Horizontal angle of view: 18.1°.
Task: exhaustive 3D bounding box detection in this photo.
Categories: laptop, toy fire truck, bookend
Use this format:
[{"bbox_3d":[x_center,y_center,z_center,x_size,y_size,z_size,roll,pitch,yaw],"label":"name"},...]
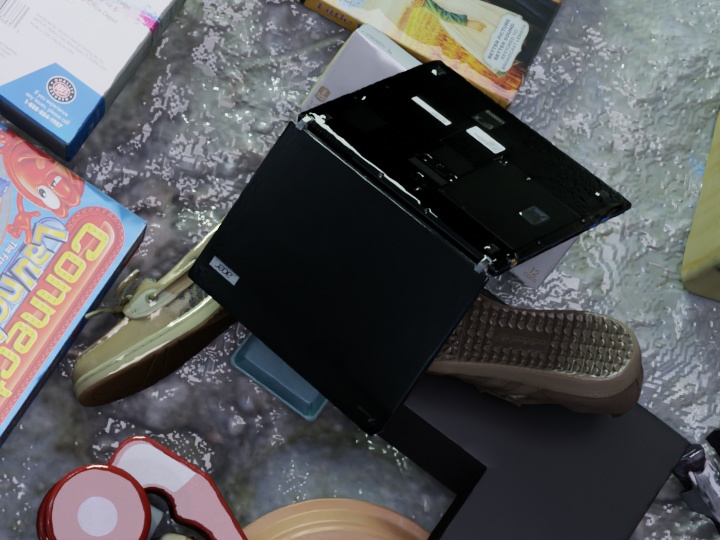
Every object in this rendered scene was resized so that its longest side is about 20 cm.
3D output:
[{"bbox_3d":[0.030,-0.020,1.391,0.200,0.104,0.177,-25,53,-38],"label":"laptop"},{"bbox_3d":[-0.143,0.215,1.399,0.168,0.112,0.200,33,76,-5],"label":"toy fire truck"},{"bbox_3d":[0.069,0.137,1.439,0.198,0.092,0.200,36,67,1],"label":"bookend"}]

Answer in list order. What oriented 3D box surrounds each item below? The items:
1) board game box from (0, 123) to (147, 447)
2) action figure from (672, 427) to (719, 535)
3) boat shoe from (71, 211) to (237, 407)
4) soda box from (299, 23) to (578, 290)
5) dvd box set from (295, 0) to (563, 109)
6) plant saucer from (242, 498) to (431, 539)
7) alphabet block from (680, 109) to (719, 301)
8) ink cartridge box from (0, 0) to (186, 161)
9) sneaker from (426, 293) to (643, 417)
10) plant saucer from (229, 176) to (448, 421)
[{"bbox_3d":[-0.271,-0.001,1.447,0.195,0.056,0.200,33,76,-1],"label":"board game box"},{"bbox_3d":[0.273,0.199,1.490,0.130,0.069,0.201,-28,89,-22],"label":"action figure"},{"bbox_3d":[-0.114,0.015,1.467,0.200,0.073,0.063,-36,80,-24],"label":"boat shoe"},{"bbox_3d":[0.059,-0.077,1.500,0.200,0.064,0.068,38,103,0],"label":"soda box"},{"bbox_3d":[0.045,-0.219,1.553,0.199,0.029,0.147,29,76,-3],"label":"dvd box set"},{"bbox_3d":[-0.016,0.246,1.453,0.199,0.032,0.201,2,80,-9],"label":"plant saucer"},{"bbox_3d":[0.344,-0.068,1.485,0.194,0.200,0.197,19,77,-4],"label":"alphabet block"},{"bbox_3d":[-0.180,-0.188,1.486,0.116,0.067,0.200,36,80,-1],"label":"ink cartridge box"},{"bbox_3d":[0.075,0.052,1.388,0.199,0.076,0.071,16,61,19],"label":"sneaker"},{"bbox_3d":[0.000,0.000,1.473,0.070,0.019,0.200,36,98,-5],"label":"plant saucer"}]
